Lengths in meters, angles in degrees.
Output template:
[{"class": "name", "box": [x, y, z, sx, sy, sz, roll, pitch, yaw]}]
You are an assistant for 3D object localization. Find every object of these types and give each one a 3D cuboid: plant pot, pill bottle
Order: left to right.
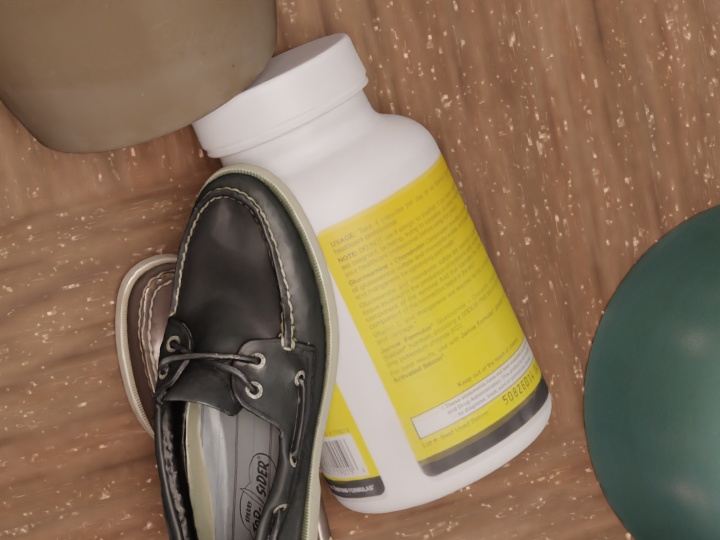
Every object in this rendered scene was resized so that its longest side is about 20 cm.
[{"class": "plant pot", "box": [-0.117, -0.152, 1.030, 0.200, 0.200, 0.174, -28, 118, -11]}, {"class": "pill bottle", "box": [0.000, 0.000, 1.103, 0.112, 0.112, 0.201, -27, 102, -12]}, {"class": "plant pot", "box": [0.226, 0.070, 1.148, 0.200, 0.161, 0.202, -2, 96, -15]}]

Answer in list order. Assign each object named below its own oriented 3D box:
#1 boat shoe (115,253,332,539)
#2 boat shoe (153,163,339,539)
[{"class": "boat shoe", "box": [-0.056, 0.088, 1.123, 0.072, 0.060, 0.201, -21, 100, -12]}, {"class": "boat shoe", "box": [-0.057, 0.057, 1.041, 0.074, 0.066, 0.200, 12, 108, 24]}]
